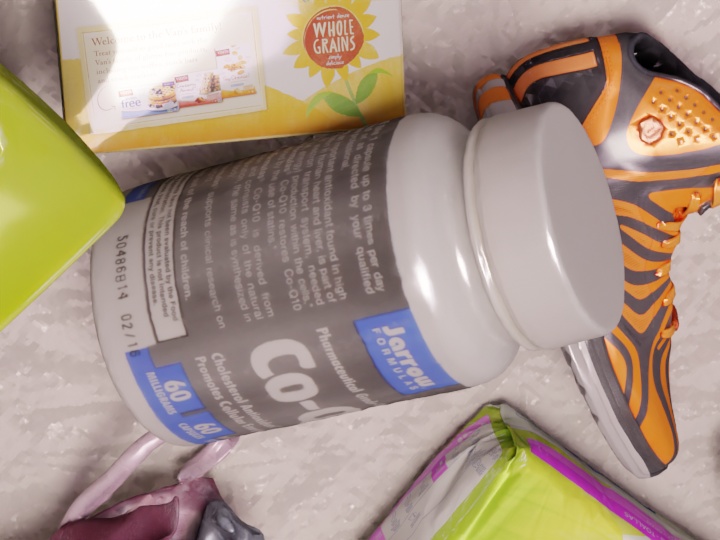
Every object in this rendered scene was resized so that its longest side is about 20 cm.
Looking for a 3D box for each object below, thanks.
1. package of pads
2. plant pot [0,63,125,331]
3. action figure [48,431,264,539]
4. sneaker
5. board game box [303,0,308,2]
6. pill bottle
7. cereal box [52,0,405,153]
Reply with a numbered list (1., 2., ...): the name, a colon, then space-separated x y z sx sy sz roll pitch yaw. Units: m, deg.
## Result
1. package of pads: 0.057 0.177 1.213 0.154 0.068 0.200 35 102 -19
2. plant pot: -0.234 -0.042 0.987 0.200 0.199 0.182 -44 114 -5
3. action figure: -0.150 0.148 1.157 0.199 0.134 0.150 -12 76 24
4. sneaker: 0.131 -0.010 1.147 0.111 0.078 0.201 -20 112 2
5. board game box: -0.033 -0.216 0.973 0.134 0.045 0.200 -43 127 -1
6. pill bottle: 0.000 0.000 1.080 0.199 0.114 0.114 -13 114 23
7. cereal box: -0.057 -0.152 1.063 0.143 0.040 0.201 -5 109 -8
